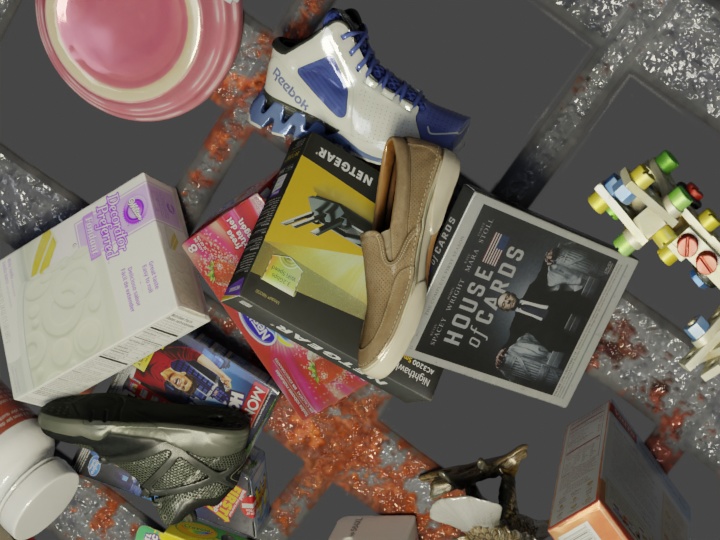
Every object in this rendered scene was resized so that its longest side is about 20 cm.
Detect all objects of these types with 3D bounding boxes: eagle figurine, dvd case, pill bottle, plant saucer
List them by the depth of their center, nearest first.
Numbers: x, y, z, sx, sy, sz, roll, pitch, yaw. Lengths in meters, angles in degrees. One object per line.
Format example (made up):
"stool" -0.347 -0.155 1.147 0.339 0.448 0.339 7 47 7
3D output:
"dvd case" 0.135 0.026 1.199 0.198 0.025 0.152 19 101 -34
"plant saucer" -0.206 -0.231 1.256 0.197 0.051 0.204 4 110 12
"eagle figurine" 0.143 0.270 1.293 0.149 0.152 0.203 -14 82 -13
"pill bottle" -0.374 0.167 1.370 0.199 0.112 0.113 39 114 17

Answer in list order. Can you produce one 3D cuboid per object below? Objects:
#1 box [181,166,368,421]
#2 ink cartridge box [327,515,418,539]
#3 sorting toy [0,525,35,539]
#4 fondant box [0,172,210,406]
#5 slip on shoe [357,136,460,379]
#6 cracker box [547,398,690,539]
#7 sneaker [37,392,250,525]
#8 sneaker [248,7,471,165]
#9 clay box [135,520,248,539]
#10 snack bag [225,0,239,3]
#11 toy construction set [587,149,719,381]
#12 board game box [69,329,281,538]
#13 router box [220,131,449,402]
"box" -0.060 0.020 1.278 0.095 0.100 0.201 -31 99 21
"ink cartridge box" 0.017 0.359 1.350 0.083 0.146 0.203 -4 108 15
"sorting toy" -0.444 0.305 1.483 0.199 0.070 0.200 -34 98 21
"fondant box" -0.248 0.021 1.308 0.198 0.058 0.146 -28 64 19
"slip on shoe" 0.025 -0.014 1.144 0.060 0.076 0.203 22 81 -20
"cracker box" 0.231 0.217 1.221 0.057 0.200 0.135 -34 98 22
"sneaker" -0.207 0.179 1.305 0.196 0.076 0.116 8 108 -5
"sneaker" 0.000 -0.164 1.213 0.197 0.081 0.117 14 113 10
"clay box" -0.140 0.329 1.431 0.197 0.048 0.116 19 112 8
"snack bag" -0.142 -0.359 1.191 0.187 0.021 0.202 27 94 4
"toy construction set" 0.274 -0.014 1.170 0.091 0.131 0.202 -27 100 21
"board game box" -0.157 0.160 1.370 0.198 0.062 0.201 31 112 1
"router box" 0.000 0.000 1.206 0.198 0.052 0.159 29 73 -19
